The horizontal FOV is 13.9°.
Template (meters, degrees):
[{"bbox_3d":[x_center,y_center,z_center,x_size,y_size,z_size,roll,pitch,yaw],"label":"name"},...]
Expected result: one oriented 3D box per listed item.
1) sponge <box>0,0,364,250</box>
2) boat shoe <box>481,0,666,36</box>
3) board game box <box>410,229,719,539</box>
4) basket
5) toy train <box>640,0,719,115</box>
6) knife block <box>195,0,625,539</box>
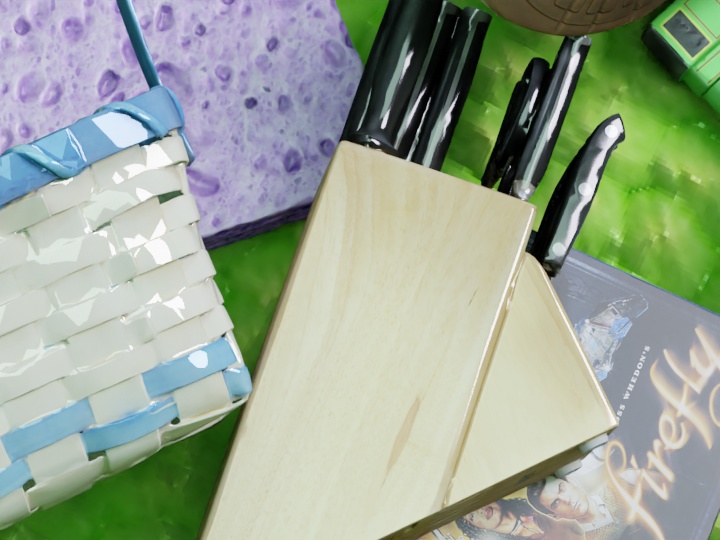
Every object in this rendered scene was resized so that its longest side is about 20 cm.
[{"bbox_3d":[-0.096,-0.051,1.019,0.200,0.030,0.112,-19,79,-12],"label":"sponge"},{"bbox_3d":[0.092,-0.132,0.981,0.200,0.072,0.065,-23,59,-43],"label":"boat shoe"},{"bbox_3d":[0.044,0.089,1.000,0.135,0.035,0.200,24,74,-1],"label":"board game box"},{"bbox_3d":[-0.135,-0.019,0.915,0.176,0.139,0.200,-22,94,-13],"label":"basket"},{"bbox_3d":[0.136,-0.083,1.054,0.056,0.042,0.200,-41,84,-5],"label":"toy train"},{"bbox_3d":[0.000,0.000,0.966,0.200,0.064,0.176,-25,79,-13],"label":"knife block"}]
